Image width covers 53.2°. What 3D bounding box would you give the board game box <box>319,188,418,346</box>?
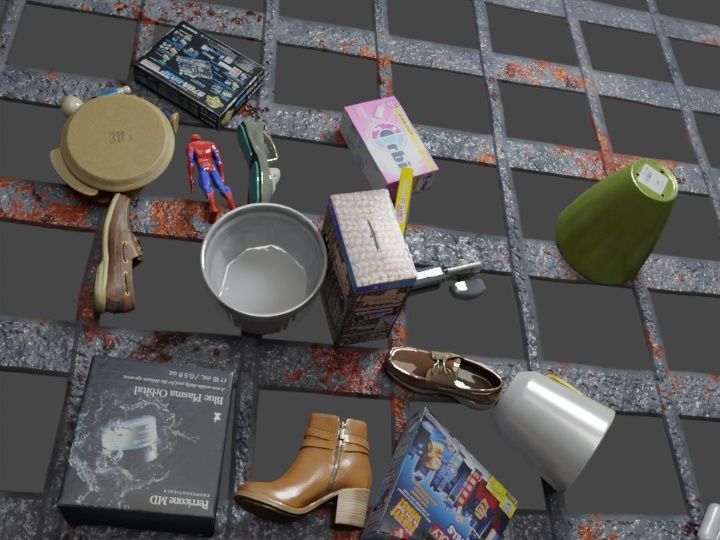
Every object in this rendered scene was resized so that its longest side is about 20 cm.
[{"bbox_3d":[0.000,0.000,1.134,0.095,0.201,0.162,-8,61,-18],"label":"board game box"}]

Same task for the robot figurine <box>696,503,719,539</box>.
[{"bbox_3d":[0.592,0.432,1.084,0.169,0.114,0.200,40,58,15],"label":"robot figurine"}]

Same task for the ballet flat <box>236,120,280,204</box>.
[{"bbox_3d":[-0.174,-0.186,1.282,0.063,0.068,0.203,-2,60,-24],"label":"ballet flat"}]

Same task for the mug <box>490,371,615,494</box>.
[{"bbox_3d":[0.291,0.239,1.128,0.152,0.186,0.151,33,89,17],"label":"mug"}]

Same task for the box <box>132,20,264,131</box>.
[{"bbox_3d":[-0.305,-0.375,1.370,0.198,0.046,0.160,30,57,4],"label":"box"}]

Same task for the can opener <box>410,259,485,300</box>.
[{"bbox_3d":[0.129,0.023,1.243,0.196,0.053,0.067,-8,61,-19],"label":"can opener"}]

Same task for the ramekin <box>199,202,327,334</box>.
[{"bbox_3d":[-0.153,0.006,1.139,0.196,0.106,0.203,4,60,-6],"label":"ramekin"}]

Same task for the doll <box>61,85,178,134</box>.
[{"bbox_3d":[-0.426,-0.269,1.271,0.196,0.049,0.139,11,69,-9],"label":"doll"}]

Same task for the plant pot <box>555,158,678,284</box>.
[{"bbox_3d":[0.488,-0.105,1.328,0.183,0.201,0.190,6,58,-10],"label":"plant pot"}]

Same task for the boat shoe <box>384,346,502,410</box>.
[{"bbox_3d":[0.137,0.160,1.151,0.196,0.072,0.077,16,56,-5],"label":"boat shoe"}]

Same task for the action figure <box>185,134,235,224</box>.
[{"bbox_3d":[-0.266,-0.165,1.254,0.064,0.052,0.202,-8,57,-25],"label":"action figure"}]

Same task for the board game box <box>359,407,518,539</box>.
[{"bbox_3d":[0.100,0.340,1.026,0.200,0.062,0.200,45,51,3],"label":"board game box"}]

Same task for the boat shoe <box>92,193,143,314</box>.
[{"bbox_3d":[-0.376,-0.025,1.131,0.066,0.072,0.204,6,64,-17],"label":"boat shoe"}]

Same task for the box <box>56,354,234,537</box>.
[{"bbox_3d":[-0.279,0.237,0.968,0.193,0.118,0.203,8,59,-10],"label":"box"}]

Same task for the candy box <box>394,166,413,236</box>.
[{"bbox_3d":[0.067,-0.079,1.230,0.026,0.103,0.202,9,42,2],"label":"candy box"}]

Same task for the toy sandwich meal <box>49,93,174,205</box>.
[{"bbox_3d":[-0.410,-0.201,1.210,0.201,0.070,0.209,4,67,-10],"label":"toy sandwich meal"}]

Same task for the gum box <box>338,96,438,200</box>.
[{"bbox_3d":[0.048,-0.236,1.369,0.112,0.066,0.202,-18,65,-23],"label":"gum box"}]

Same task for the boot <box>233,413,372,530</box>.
[{"bbox_3d":[-0.078,0.278,1.026,0.197,0.074,0.157,16,57,-20],"label":"boot"}]
